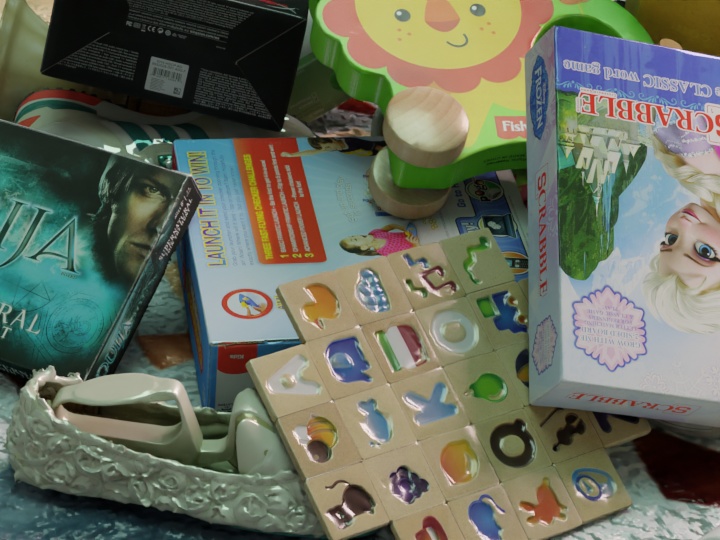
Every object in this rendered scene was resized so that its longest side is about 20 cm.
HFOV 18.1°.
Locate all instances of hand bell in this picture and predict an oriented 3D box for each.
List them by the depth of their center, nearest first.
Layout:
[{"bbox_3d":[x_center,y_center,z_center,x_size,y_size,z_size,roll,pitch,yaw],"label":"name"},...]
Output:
[{"bbox_3d":[-0.139,-0.105,1.449,0.199,0.104,0.104,15,28,-8],"label":"hand bell"}]

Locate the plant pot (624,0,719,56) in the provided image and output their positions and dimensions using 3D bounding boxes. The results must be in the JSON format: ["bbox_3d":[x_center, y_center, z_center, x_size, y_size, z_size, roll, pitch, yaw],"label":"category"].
[{"bbox_3d":[0.255,-0.186,1.364,0.199,0.200,0.177,22,63,9],"label":"plant pot"}]

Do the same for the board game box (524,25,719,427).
[{"bbox_3d":[0.185,-0.017,1.192,0.199,0.041,0.200,8,68,-18],"label":"board game box"}]

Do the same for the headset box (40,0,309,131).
[{"bbox_3d":[-0.106,-0.166,1.396,0.148,0.075,0.200,14,22,-3],"label":"headset box"}]

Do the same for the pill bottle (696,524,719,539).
[{"bbox_3d":[0.238,0.130,1.020,0.200,0.115,0.114,-21,38,-38],"label":"pill bottle"}]

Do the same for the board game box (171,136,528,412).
[{"bbox_3d":[0.000,0.000,1.261,0.195,0.056,0.200,-2,36,-10],"label":"board game box"}]

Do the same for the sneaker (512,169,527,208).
[{"bbox_3d":[0.114,-0.080,1.353,0.090,0.078,0.200,-38,79,-12],"label":"sneaker"}]

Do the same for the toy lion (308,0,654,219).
[{"bbox_3d":[0.072,-0.125,1.290,0.199,0.069,0.192,0,56,-10],"label":"toy lion"}]

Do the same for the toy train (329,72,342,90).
[{"bbox_3d":[-0.001,-0.185,1.478,0.056,0.042,0.200,-10,40,2],"label":"toy train"}]

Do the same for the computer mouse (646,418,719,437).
[{"bbox_3d":[0.212,0.030,1.268,0.109,0.044,0.200,17,32,20],"label":"computer mouse"}]

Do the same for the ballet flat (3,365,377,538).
[{"bbox_3d":[-0.079,0.086,1.108,0.199,0.072,0.072,7,29,4],"label":"ballet flat"}]

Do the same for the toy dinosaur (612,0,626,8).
[{"bbox_3d":[0.142,-0.139,1.455,0.135,0.201,0.102,-5,-1,-45],"label":"toy dinosaur"}]

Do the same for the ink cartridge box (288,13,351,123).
[{"bbox_3d":[-0.033,-0.187,1.563,0.145,0.048,0.200,-31,37,-6],"label":"ink cartridge box"}]

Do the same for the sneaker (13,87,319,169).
[{"bbox_3d":[-0.123,-0.056,1.361,0.199,0.071,0.094,7,36,6],"label":"sneaker"}]

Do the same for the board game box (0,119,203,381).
[{"bbox_3d":[-0.202,-0.017,1.241,0.199,0.028,0.136,16,68,22],"label":"board game box"}]

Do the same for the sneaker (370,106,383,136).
[{"bbox_3d":[0.050,-0.104,1.452,0.079,0.079,0.200,11,31,0],"label":"sneaker"}]

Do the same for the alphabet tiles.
[{"bbox_3d":[0.047,0.064,1.132,0.200,0.006,0.167,-15,69,-31],"label":"alphabet tiles"}]
